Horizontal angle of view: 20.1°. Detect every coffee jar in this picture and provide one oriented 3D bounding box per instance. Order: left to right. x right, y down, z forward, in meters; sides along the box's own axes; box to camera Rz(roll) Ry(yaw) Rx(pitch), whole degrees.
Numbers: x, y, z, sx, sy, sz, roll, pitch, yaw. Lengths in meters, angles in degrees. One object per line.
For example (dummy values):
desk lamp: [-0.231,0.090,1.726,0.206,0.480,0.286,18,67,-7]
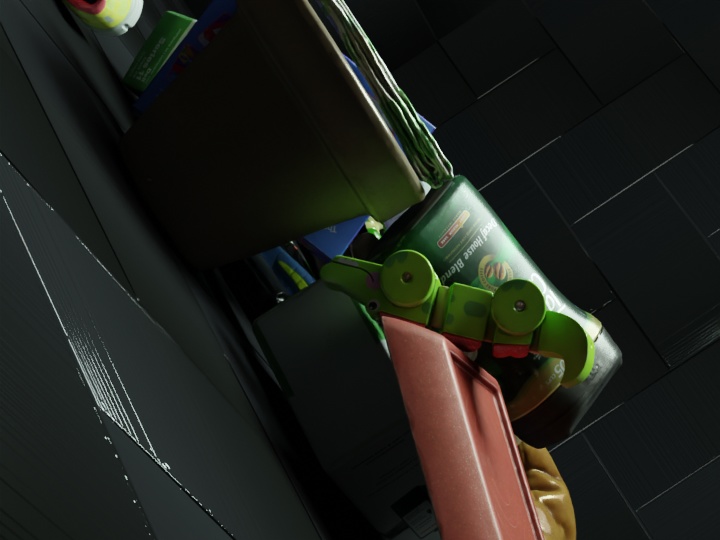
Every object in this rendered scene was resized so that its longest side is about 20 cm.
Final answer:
coffee jar: [0.101,0.033,1.515,0.200,0.104,0.085,46,-32,-8]

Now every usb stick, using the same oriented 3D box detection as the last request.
usb stick: [-0.104,-0.026,1.567,0.200,0.033,0.055,53,5,38]

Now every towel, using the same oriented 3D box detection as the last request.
towel: [0.003,-0.149,1.498,0.201,0.023,0.153,56,1,-5]

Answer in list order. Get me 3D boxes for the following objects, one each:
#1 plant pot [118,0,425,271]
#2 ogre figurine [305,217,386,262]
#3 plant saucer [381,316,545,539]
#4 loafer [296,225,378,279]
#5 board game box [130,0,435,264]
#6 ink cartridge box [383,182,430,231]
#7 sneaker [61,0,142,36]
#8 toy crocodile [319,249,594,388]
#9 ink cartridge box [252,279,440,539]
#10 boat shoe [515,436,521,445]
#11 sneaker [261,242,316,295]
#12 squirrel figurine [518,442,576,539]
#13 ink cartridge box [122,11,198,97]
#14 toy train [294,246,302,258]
plant pot: [-0.075,-0.091,1.473,0.201,0.174,0.200,56,3,-4]
ogre figurine: [0.003,0.015,1.881,0.098,0.200,0.121,21,36,-49]
plant saucer: [0.081,0.139,1.377,0.200,0.036,0.202,39,34,-67]
loafer: [0.000,0.000,1.702,0.073,0.071,0.200,61,-2,-37]
board game box: [-0.061,-0.118,1.587,0.199,0.135,0.045,38,-6,-7]
ink cartridge box: [0.056,-0.003,1.701,0.200,0.040,0.202,55,19,-69]
sneaker: [-0.253,-0.291,1.707,0.201,0.078,0.090,55,9,0]
toy crocodile: [0.067,0.030,1.407,0.198,0.062,0.068,14,-8,4]
ink cartridge box: [0.015,0.116,1.509,0.147,0.083,0.200,59,3,36]
boat shoe: [0.108,0.065,1.637,0.200,0.070,0.071,-85,152,-62]
sneaker: [-0.084,-0.010,1.677,0.201,0.070,0.083,59,-11,21]
squirrel figurine: [0.152,0.278,1.853,0.201,0.141,0.187,54,9,-11]
ink cartridge box: [-0.093,-0.137,1.766,0.146,0.083,0.199,39,-8,-38]
toy train: [-0.056,0.034,1.781,0.201,0.055,0.150,59,-2,24]
